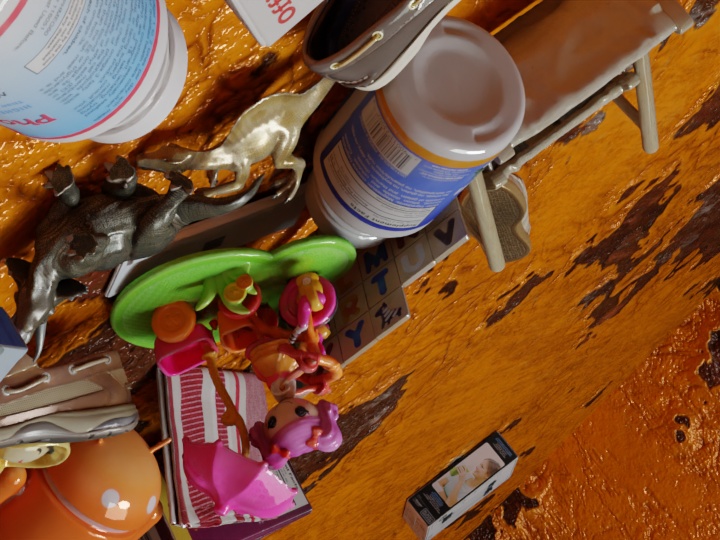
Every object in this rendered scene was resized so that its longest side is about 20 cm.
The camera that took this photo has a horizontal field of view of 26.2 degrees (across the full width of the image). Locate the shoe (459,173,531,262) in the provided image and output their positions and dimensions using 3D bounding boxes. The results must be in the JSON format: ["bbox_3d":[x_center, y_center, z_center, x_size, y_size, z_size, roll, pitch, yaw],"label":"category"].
[{"bbox_3d":[0.135,-0.065,1.563,0.069,0.054,0.200,-8,159,8],"label":"shoe"}]

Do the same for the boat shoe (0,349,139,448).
[{"bbox_3d":[-0.255,0.091,1.102,0.199,0.073,0.075,-2,172,-38],"label":"boat shoe"}]

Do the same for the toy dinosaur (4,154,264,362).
[{"bbox_3d":[-0.161,-0.030,1.015,0.199,0.077,0.102,-33,171,-22],"label":"toy dinosaur"}]

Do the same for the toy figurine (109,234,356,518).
[{"bbox_3d":[-0.074,0.091,1.165,0.198,0.185,0.150,-18,155,2],"label":"toy figurine"}]

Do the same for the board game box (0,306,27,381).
[{"bbox_3d":[-0.334,0.091,0.929,0.199,0.043,0.199,-47,151,18],"label":"board game box"}]

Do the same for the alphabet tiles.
[{"bbox_3d":[0.000,0.000,1.243,0.199,0.168,0.008,-38,126,19],"label":"alphabet tiles"}]

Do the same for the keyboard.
[{"bbox_3d":[-0.113,-0.026,1.207,0.199,0.011,0.056,-23,161,-42],"label":"keyboard"}]

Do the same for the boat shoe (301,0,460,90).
[{"bbox_3d":[0.035,-0.202,0.994,0.200,0.072,0.059,-50,152,23],"label":"boat shoe"}]

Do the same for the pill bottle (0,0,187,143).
[{"bbox_3d":[-0.157,-0.122,0.726,0.109,0.109,0.200,-42,161,7],"label":"pill bottle"}]

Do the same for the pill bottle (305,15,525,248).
[{"bbox_3d":[0.031,-0.092,1.148,0.112,0.113,0.200,-29,171,-31],"label":"pill bottle"}]

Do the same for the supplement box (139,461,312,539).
[{"bbox_3d":[-0.166,0.242,1.535,0.131,0.104,0.199,-34,168,33],"label":"supplement box"}]

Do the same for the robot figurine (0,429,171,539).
[{"bbox_3d":[-0.247,0.199,1.294,0.200,0.144,0.117,-46,-171,19],"label":"robot figurine"}]

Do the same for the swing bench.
[{"bbox_3d":[0.149,-0.140,1.283,0.198,0.130,0.200,-35,156,-15],"label":"swing bench"}]

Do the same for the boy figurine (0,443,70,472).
[{"bbox_3d":[-0.310,0.159,1.159,0.199,0.065,0.125,-28,156,-25],"label":"boy figurine"}]

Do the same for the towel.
[{"bbox_3d":[-0.129,0.161,1.423,0.023,0.146,0.200,-10,170,19],"label":"towel"}]

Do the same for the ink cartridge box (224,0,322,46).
[{"bbox_3d":[-0.014,-0.230,0.799,0.200,0.084,0.146,-40,162,-1],"label":"ink cartridge box"}]

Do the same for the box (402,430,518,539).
[{"bbox_3d":[0.169,0.368,2.622,0.199,0.060,0.117,-35,161,-15],"label":"box"}]

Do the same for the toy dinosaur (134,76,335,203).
[{"bbox_3d":[-0.058,-0.098,1.068,0.199,0.058,0.101,-35,160,-18],"label":"toy dinosaur"}]
